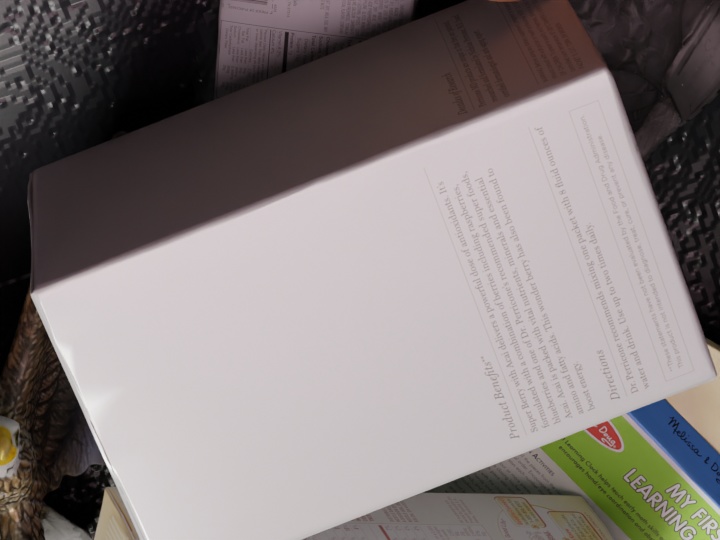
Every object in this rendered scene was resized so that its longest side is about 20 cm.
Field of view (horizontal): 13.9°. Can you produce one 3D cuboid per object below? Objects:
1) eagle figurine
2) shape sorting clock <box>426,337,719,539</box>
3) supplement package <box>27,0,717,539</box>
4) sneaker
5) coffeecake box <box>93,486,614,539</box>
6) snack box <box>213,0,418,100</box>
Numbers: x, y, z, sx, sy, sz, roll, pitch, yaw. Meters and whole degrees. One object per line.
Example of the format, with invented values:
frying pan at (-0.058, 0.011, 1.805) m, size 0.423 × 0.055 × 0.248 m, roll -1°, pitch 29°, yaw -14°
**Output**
eagle figurine at (-0.143, 0.046, 1.109) m, size 0.151 × 0.151 × 0.201 m, roll 3°, pitch 85°, yaw -46°
shape sorting clock at (0.088, 0.108, 1.173) m, size 0.199 × 0.039 × 0.201 m, roll 3°, pitch 112°, yaw 8°
supplement package at (0.000, 0.000, 1.004) m, size 0.199 × 0.120 × 0.122 m, roll -21°, pitch 113°, yaw 2°
sneaker at (0.071, -0.079, 1.078) m, size 0.104 × 0.060 × 0.200 m, roll 36°, pitch 104°, yaw -18°
coffeecake box at (-0.009, 0.165, 1.103) m, size 0.199 × 0.073 × 0.154 m, roll 3°, pitch 116°, yaw -26°
snack box at (-0.021, -0.032, 1.108) m, size 0.072 × 0.024 × 0.201 m, roll 7°, pitch 114°, yaw 4°
